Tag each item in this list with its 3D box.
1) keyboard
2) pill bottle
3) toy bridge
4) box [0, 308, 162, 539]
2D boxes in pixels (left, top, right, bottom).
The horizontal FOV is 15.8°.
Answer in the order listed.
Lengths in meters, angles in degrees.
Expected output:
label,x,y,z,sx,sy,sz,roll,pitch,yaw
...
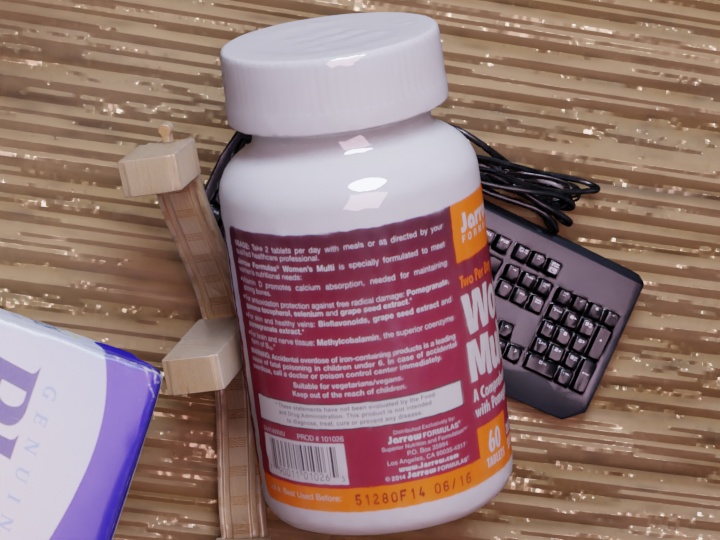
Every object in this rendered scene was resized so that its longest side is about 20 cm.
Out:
label,x,y,z,sx,sy,sz,roll,pitch,yaw
keyboard,0.032,-0.017,1.142,0.200,0.040,0.104,24,85,-12
pill bottle,0.000,0.000,1.077,0.109,0.110,0.201,-11,106,-12
toy bridge,-0.064,0.034,1.102,0.027,0.067,0.201,-7,103,14
box,-0.204,0.092,1.055,0.200,0.105,0.184,19,86,-12
